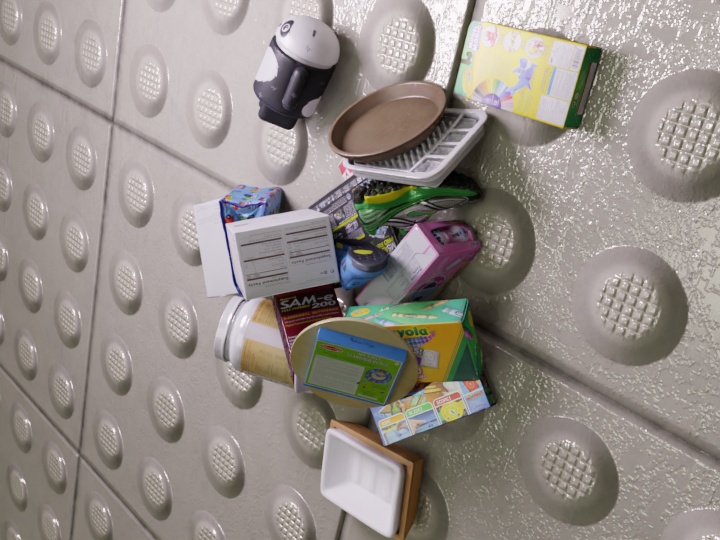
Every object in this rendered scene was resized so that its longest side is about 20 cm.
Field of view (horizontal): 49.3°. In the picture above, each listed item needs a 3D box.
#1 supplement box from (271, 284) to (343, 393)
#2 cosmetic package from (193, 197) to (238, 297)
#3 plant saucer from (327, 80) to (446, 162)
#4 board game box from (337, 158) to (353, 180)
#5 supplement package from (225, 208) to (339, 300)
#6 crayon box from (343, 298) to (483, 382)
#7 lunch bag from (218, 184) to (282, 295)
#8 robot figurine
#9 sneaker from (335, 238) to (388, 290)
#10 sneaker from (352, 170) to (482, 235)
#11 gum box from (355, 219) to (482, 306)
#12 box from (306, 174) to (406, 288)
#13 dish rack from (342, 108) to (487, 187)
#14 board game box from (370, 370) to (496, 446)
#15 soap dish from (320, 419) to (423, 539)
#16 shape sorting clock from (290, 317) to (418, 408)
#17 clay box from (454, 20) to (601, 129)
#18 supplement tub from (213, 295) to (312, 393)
[{"bbox_3d":[-0.082,0.102,1.351,0.061,0.109,0.200,96,158,-51],"label":"supplement box"},{"bbox_3d":[-0.272,-0.048,1.628,0.113,0.081,0.201,-6,94,44],"label":"cosmetic package"},{"bbox_3d":[0.044,-0.233,1.242,0.200,0.200,0.030,12,142,42],"label":"plant saucer"},{"bbox_3d":[0.030,-0.124,1.363,0.095,0.030,0.200,-33,76,43],"label":"board game box"},{"bbox_3d":[-0.136,-0.032,1.316,0.200,0.155,0.111,-153,52,-75],"label":"supplement package"},{"bbox_3d":[0.081,0.113,1.220,0.199,0.058,0.119,-5,124,23],"label":"crayon box"},{"bbox_3d":[-0.212,-0.052,1.512,0.094,0.151,0.201,4,108,5],"label":"lunch bag"},{"bbox_3d":[-0.118,-0.354,1.396,0.150,0.125,0.200,48,127,24],"label":"robot figurine"},{"bbox_3d":[0.000,0.000,1.241,0.200,0.066,0.079,-142,55,-74],"label":"sneaker"},{"bbox_3d":[0.092,-0.106,1.235,0.199,0.078,0.085,-8,116,7],"label":"sneaker"},{"bbox_3d":[0.094,0.002,1.260,0.066,0.113,0.200,55,130,22],"label":"gum box"},{"bbox_3d":[-0.001,-0.074,1.354,0.200,0.044,0.161,-29,77,49],"label":"box"},{"bbox_3d":[0.088,-0.190,1.222,0.200,0.172,0.044,15,144,42],"label":"dish rack"},{"bbox_3d":[0.105,0.192,1.289,0.200,0.034,0.136,-24,79,21],"label":"board game box"},{"bbox_3d":[0.021,0.372,1.416,0.200,0.081,0.158,19,110,40],"label":"soap dish"},{"bbox_3d":[-0.010,0.144,1.212,0.200,0.200,0.039,-40,26,40],"label":"shape sorting clock"},{"bbox_3d":[0.233,-0.285,1.126,0.200,0.048,0.115,30,116,38],"label":"clay box"},{"bbox_3d":[-0.155,0.133,1.450,0.199,0.145,0.145,17,112,7],"label":"supplement tub"}]
